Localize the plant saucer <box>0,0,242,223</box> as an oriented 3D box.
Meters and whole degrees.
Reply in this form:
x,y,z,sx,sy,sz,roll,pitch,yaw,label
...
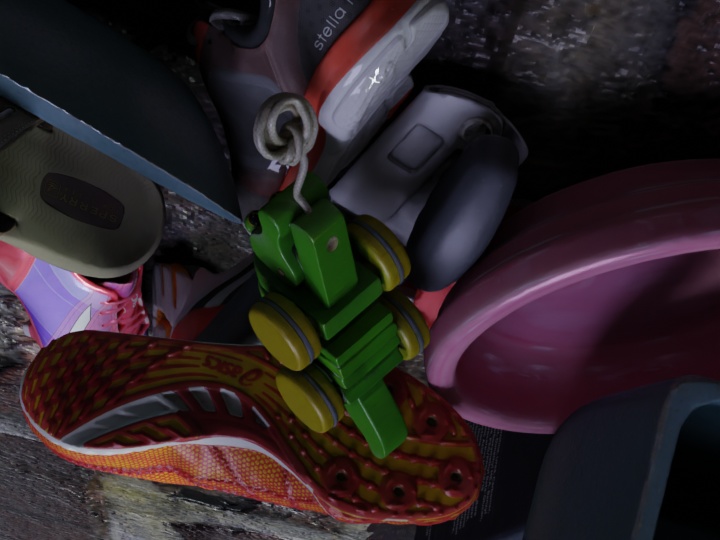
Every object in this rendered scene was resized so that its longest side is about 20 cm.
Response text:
x,y,z,sx,sy,sz,roll,pitch,yaw,label
-0.123,-0.083,0.719,0.200,0.039,0.201,30,178,1,plant saucer

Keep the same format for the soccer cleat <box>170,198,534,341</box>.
x,y,z,sx,sy,sz,roll,pitch,yaw,label
0.000,0.000,0.886,0.199,0.086,0.069,-21,125,17,soccer cleat

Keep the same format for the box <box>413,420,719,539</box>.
x,y,z,sx,sy,sz,roll,pitch,yaw,label
0.156,0.127,1.038,0.195,0.118,0.200,18,157,-14,box

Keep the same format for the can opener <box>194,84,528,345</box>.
x,y,z,sx,sy,sz,roll,pitch,yaw,label
-0.005,0.003,0.786,0.053,0.067,0.200,30,125,-19,can opener

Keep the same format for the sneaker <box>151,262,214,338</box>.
x,y,z,sx,sy,sz,roll,pitch,yaw,label
-0.078,0.047,1.041,0.076,0.079,0.200,0,163,-5,sneaker

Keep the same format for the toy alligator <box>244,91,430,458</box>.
x,y,z,sx,sy,sz,roll,pitch,yaw,label
-0.021,-0.002,0.707,0.054,0.059,0.201,34,155,37,toy alligator

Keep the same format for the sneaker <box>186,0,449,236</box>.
x,y,z,sx,sy,sz,roll,pitch,yaw,label
-0.027,-0.079,0.724,0.082,0.077,0.200,41,155,1,sneaker

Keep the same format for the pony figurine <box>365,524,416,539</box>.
x,y,z,sx,sy,sz,roll,pitch,yaw,label
0.108,0.228,1.302,0.191,0.168,0.200,10,144,-14,pony figurine

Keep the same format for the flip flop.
x,y,z,sx,sy,sz,roll,pitch,yaw,label
-0.163,-0.043,0.826,0.199,0.082,0.057,23,177,-37,flip flop

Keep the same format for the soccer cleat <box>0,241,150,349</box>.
x,y,z,sx,sy,sz,roll,pitch,yaw,label
-0.140,0.011,0.984,0.076,0.067,0.200,8,155,17,soccer cleat

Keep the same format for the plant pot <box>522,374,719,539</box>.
x,y,z,sx,sy,sz,roll,pitch,yaw,label
0.151,0.163,0.816,0.195,0.197,0.200,18,173,-16,plant pot

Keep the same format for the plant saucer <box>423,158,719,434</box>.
x,y,z,sx,sy,sz,roll,pitch,yaw,label
0.123,0.010,0.793,0.199,0.051,0.201,-8,156,-3,plant saucer

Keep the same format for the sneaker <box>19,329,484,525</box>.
x,y,z,sx,sy,sz,roll,pitch,yaw,label
-0.044,0.064,0.802,0.198,0.074,0.077,13,166,3,sneaker
